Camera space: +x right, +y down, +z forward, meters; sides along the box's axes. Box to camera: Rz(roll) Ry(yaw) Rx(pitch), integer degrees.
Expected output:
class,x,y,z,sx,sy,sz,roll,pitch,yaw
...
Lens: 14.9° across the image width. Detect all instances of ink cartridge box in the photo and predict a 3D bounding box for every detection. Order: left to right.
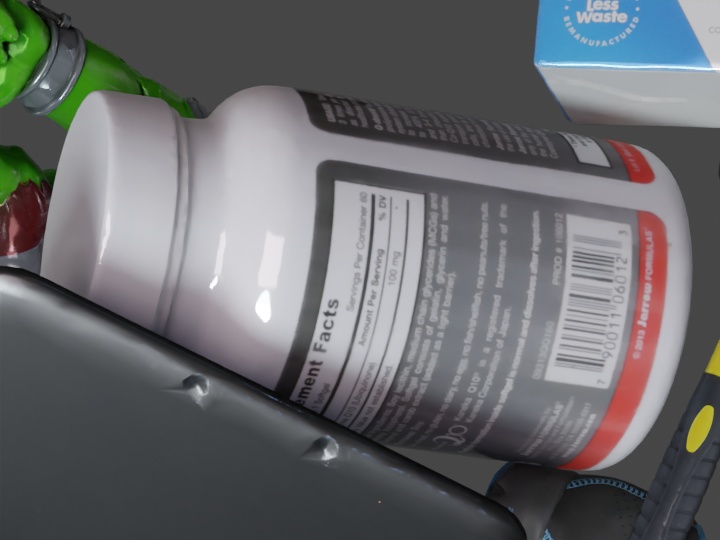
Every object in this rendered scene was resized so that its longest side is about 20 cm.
class,x,y,z,sx,sy,sz,roll,pitch,yaw
ink cartridge box,0.130,-0.153,0.943,0.116,0.067,0.200,2,76,16

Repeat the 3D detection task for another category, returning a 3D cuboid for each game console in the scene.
class,x,y,z,sx,sy,sz,roll,pitch,yaw
game console,-0.069,0.079,0.929,0.200,0.176,0.116,28,90,-12

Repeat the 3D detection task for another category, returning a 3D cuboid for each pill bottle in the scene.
class,x,y,z,sx,sy,sz,roll,pitch,yaw
pill bottle,0.000,0.000,0.926,0.200,0.116,0.116,9,91,-17

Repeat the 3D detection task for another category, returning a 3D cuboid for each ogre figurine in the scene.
class,x,y,z,sx,sy,sz,roll,pitch,yaw
ogre figurine,-0.119,-0.004,0.996,0.120,0.098,0.200,9,102,-26

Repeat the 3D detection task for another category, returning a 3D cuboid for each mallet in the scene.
class,x,y,z,sx,sy,sz,roll,pitch,yaw
mallet,0.120,0.027,0.951,0.066,0.041,0.200,29,82,19

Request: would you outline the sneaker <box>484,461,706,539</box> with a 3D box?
class,x,y,z,sx,sy,sz,roll,pitch,yaw
sneaker,0.066,0.169,0.965,0.082,0.073,0.200,12,92,16
